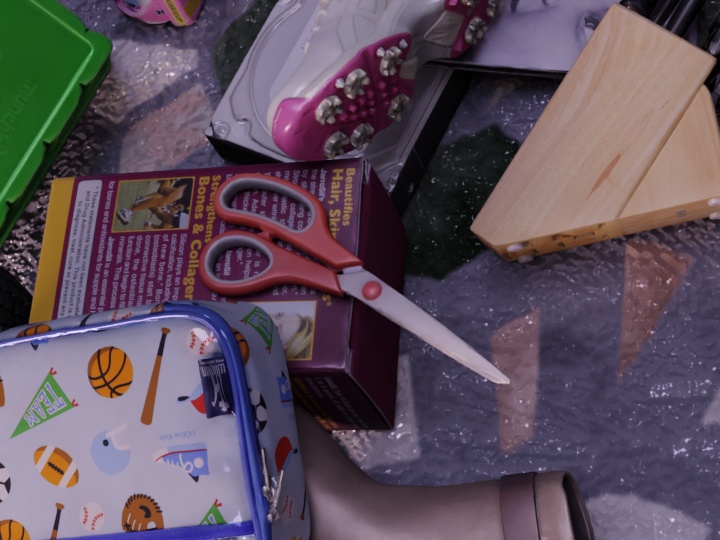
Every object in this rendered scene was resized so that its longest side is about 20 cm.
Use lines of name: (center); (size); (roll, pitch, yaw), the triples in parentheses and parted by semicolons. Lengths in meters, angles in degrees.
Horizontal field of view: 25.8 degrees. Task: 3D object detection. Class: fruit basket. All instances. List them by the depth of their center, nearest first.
fruit basket: (-0.274, -0.104, 1.031); (0.216, 0.155, 0.216); (-44, 24, 25)

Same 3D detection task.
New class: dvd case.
dvd case: (0.110, -0.190, 0.973); (0.198, 0.016, 0.150); (6, 71, 2)

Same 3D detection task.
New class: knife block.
knife block: (0.149, -0.111, 0.906); (0.198, 0.064, 0.177); (-13, 79, 11)

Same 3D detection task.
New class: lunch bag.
lunch bag: (-0.122, 0.101, 0.816); (0.198, 0.075, 0.162); (-8, 90, 22)

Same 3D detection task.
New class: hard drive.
hard drive: (0.005, -0.143, 1.003); (0.139, 0.038, 0.201); (22, 73, 23)

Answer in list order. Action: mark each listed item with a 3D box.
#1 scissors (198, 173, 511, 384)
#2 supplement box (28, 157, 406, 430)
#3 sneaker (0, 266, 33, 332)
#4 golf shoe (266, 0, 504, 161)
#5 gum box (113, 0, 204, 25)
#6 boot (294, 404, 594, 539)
scissors: (0.000, 0.000, 0.835); (0.198, 0.014, 0.074); (17, 71, 23)
supplement box: (-0.081, 0.018, 0.917); (0.198, 0.103, 0.132); (-1, 65, 16)
sneaker: (-0.227, 0.093, 0.945); (0.087, 0.076, 0.201); (-23, 62, 12)
golf shoe: (0.002, -0.137, 0.906); (0.091, 0.076, 0.200); (31, 55, 23)
gum box: (-0.125, -0.275, 1.056); (0.066, 0.114, 0.201); (13, 70, 21)
boot: (0.047, 0.140, 0.830); (0.145, 0.070, 0.201); (-27, 81, 20)
